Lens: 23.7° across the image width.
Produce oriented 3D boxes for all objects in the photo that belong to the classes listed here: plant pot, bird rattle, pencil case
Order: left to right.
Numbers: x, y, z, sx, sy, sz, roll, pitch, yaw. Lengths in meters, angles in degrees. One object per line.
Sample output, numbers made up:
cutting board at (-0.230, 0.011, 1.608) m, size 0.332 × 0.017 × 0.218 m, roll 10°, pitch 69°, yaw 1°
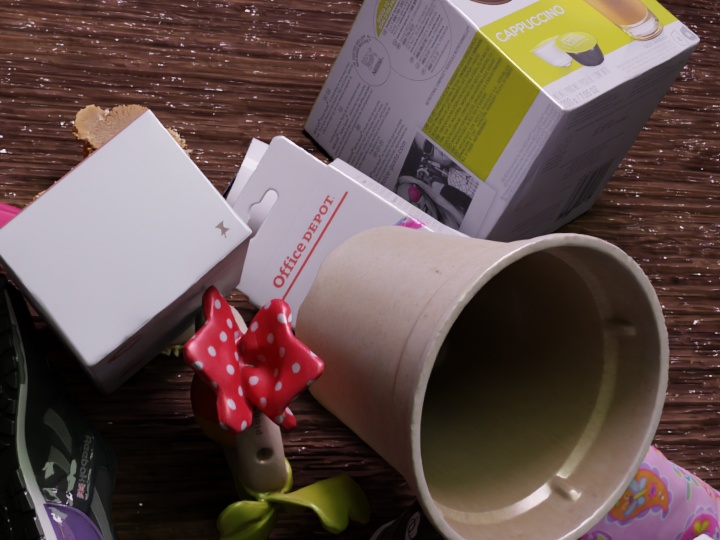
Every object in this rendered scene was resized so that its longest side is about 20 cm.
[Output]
bird rattle at (-0.079, 0.090, 1.091) m, size 0.112 × 0.202 × 0.163 m, roll -25°, pitch 32°, yaw -9°
plant pot at (0.060, 0.055, 1.082) m, size 0.199 × 0.203 × 0.183 m, roll -8°, pitch 19°, yaw -33°
pencil case at (0.193, 0.165, 1.170) m, size 0.199 × 0.087 × 0.088 m, roll 32°, pitch 32°, yaw -45°

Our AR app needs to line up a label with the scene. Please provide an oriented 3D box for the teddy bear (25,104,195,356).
teddy bear at (-0.166, -0.023, 1.237) m, size 0.144 × 0.067 × 0.201 m, roll -16°, pitch 63°, yaw -24°

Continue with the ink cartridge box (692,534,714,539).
ink cartridge box at (0.190, 0.246, 1.066) m, size 0.199 × 0.051 × 0.109 m, roll -22°, pitch 38°, yaw -35°

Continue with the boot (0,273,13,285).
boot at (-0.329, 0.009, 1.066) m, size 0.169 × 0.076 × 0.200 m, roll 52°, pitch 49°, yaw -9°

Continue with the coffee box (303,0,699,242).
coffee box at (0.111, -0.151, 1.397) m, size 0.198 × 0.201 × 0.199 m, roll 45°, pitch 44°, yaw 17°

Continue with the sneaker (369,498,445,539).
sneaker at (0.050, 0.221, 1.077) m, size 0.075 × 0.116 × 0.202 m, roll 7°, pitch 47°, yaw -22°

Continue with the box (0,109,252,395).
box at (-0.147, -0.004, 1.075) m, size 0.124 × 0.200 × 0.098 m, roll -40°, pitch 87°, yaw -10°

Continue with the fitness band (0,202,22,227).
fitness band at (-0.304, -0.045, 1.131) m, size 0.198 × 0.038 × 0.144 m, roll 16°, pitch 1°, yaw -6°

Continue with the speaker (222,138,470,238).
speaker at (-0.011, -0.025, 1.301) m, size 0.198 × 0.082 × 0.082 m, roll 24°, pitch 43°, yaw -5°

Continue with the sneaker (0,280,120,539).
sneaker at (-0.197, 0.107, 1.058) m, size 0.087 × 0.075 × 0.203 m, roll -3°, pitch 80°, yaw -52°

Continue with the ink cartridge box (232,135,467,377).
ink cartridge box at (0.000, 0.000, 1.225) m, size 0.199 × 0.116 × 0.068 m, roll 33°, pitch 10°, yaw 1°
